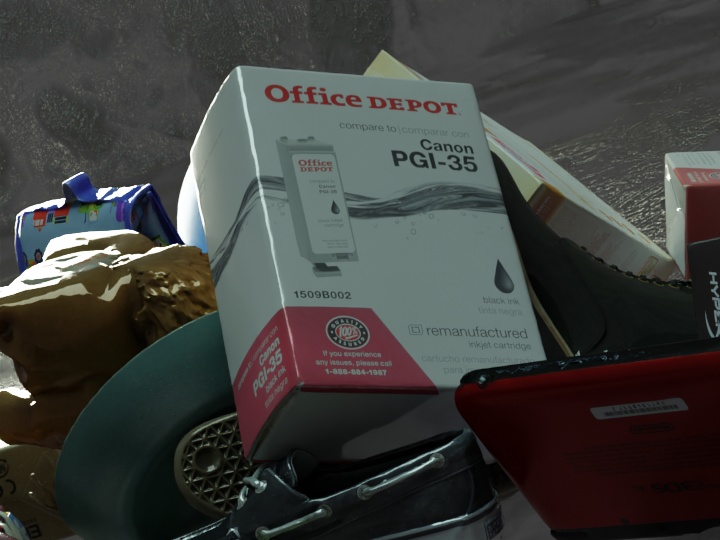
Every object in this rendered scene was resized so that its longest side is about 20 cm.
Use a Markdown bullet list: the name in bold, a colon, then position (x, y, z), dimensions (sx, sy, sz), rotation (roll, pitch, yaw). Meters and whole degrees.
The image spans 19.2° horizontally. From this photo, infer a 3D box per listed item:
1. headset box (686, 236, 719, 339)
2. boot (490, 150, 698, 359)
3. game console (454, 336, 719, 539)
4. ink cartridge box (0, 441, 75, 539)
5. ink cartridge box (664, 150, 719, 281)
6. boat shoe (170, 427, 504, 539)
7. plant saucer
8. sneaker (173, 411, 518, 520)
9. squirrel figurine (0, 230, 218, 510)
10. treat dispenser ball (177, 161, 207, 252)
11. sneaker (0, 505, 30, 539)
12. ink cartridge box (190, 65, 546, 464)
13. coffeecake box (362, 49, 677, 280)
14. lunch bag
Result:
- **headset box**: position (0.285, 0.012, 1.051), dimensions (0.200, 0.075, 0.149), rotation (-12, -13, 31)
- **boot**: position (0.136, 0.006, 1.199), dimensions (0.138, 0.200, 0.077), rotation (-18, -14, -18)
- **game console**: position (0.177, 0.062, 1.021), dimensions (0.200, 0.172, 0.119), rotation (-11, 40, 38)
- **ink cartridge box**: position (-0.270, 0.147, 1.443), dimensions (0.200, 0.075, 0.165), rotation (-18, 9, 9)
- **ink cartridge box**: position (0.299, -0.037, 1.349), dimensions (0.200, 0.068, 0.116), rotation (-2, 13, 3)
- **boat shoe**: position (-0.032, 0.122, 1.051), dimensions (0.200, 0.068, 0.072), rotation (-14, 12, 15)
- **plant saucer**: position (-0.072, 0.100, 1.182), dimensions (0.200, 0.200, 0.036), rotation (-22, 52, -18)
- **sneaker**: position (-0.005, 0.112, 1.150), dimensions (0.200, 0.071, 0.076), rotation (0, -16, -13)
- **squirrel figurine**: position (-0.127, 0.081, 1.255), dimensions (0.200, 0.187, 0.142), rotation (-6, 17, 25)
- **treat dispenser ball**: position (-0.041, -0.038, 1.650), dimensions (0.201, 0.201, 0.201), rotation (-18, 11, 4)
- **sneaker**: position (-0.220, 0.170, 1.248), dimensions (0.200, 0.075, 0.090), rotation (-6, 22, 46)
- **ink cartridge box**: position (0.001, -0.004, 1.113), dimensions (0.146, 0.200, 0.083), rotation (2, -34, -23)
- **coffeecake box**: position (0.089, -0.043, 1.348), dimensions (0.073, 0.154, 0.200), rotation (-53, -34, 9)
- **lunch bag**: position (-0.182, 0.027, 1.557), dimensions (0.094, 0.200, 0.150), rotation (-28, 15, -39)
